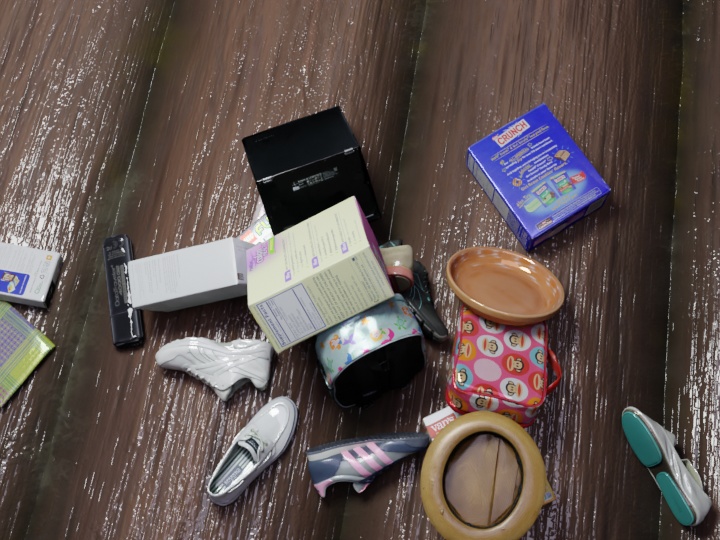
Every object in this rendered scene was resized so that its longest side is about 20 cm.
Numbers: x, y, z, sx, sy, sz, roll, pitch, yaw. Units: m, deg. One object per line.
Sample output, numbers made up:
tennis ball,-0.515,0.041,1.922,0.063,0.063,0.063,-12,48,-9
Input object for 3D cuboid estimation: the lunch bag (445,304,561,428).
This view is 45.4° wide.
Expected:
lunch bag,0.231,0.146,1.366,0.174,0.083,0.201,12,47,5

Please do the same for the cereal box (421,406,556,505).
cereal box,0.201,0.300,1.366,0.142,0.040,0.202,-24,72,-6

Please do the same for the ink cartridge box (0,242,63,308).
ink cartridge box,-0.625,0.000,1.485,0.197,0.037,0.096,11,63,-3

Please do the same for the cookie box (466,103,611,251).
cookie box,0.307,-0.164,1.506,0.170,0.075,0.201,-30,73,-8

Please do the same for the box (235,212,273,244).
box,-0.104,-0.076,1.477,0.200,0.035,0.110,-41,75,-11

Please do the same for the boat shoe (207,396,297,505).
boat shoe,-0.168,0.287,1.368,0.073,0.067,0.201,31,74,12

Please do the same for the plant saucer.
plant saucer,0.235,0.029,1.414,0.197,0.038,0.201,9,33,-6

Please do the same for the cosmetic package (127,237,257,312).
cosmetic package,-0.267,0.010,1.413,0.197,0.113,0.082,-13,80,15

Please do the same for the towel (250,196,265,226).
towel,-0.100,-0.071,1.510,0.188,0.032,0.203,13,72,5

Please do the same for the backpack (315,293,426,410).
backpack,0.012,0.115,1.352,0.176,0.200,0.152,-25,71,-6

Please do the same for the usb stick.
usb stick,-0.410,0.035,1.483,0.055,0.033,0.203,-14,71,4

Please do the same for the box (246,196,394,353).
box,-0.066,0.003,1.311,0.198,0.097,0.177,-26,29,5

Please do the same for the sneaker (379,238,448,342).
sneaker,0.090,0.030,1.446,0.079,0.076,0.201,-35,74,-12

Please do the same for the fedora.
fedora,0.183,0.317,1.297,0.197,0.082,0.204,-1,76,5

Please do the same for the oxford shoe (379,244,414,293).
oxford shoe,0.000,0.000,1.421,0.197,0.071,0.076,-4,56,23

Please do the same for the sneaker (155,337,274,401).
sneaker,-0.241,0.163,1.411,0.197,0.078,0.101,0,74,3

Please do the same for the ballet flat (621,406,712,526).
ballet flat,0.482,0.299,1.352,0.069,0.070,0.202,-26,76,-7

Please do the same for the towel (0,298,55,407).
towel,-0.634,0.122,1.465,0.199,0.023,0.144,35,75,12

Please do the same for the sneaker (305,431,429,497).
sneaker,0.016,0.306,1.365,0.197,0.070,0.083,-10,87,1

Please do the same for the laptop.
laptop,-0.086,-0.160,1.481,0.185,0.116,0.203,-19,101,-4
